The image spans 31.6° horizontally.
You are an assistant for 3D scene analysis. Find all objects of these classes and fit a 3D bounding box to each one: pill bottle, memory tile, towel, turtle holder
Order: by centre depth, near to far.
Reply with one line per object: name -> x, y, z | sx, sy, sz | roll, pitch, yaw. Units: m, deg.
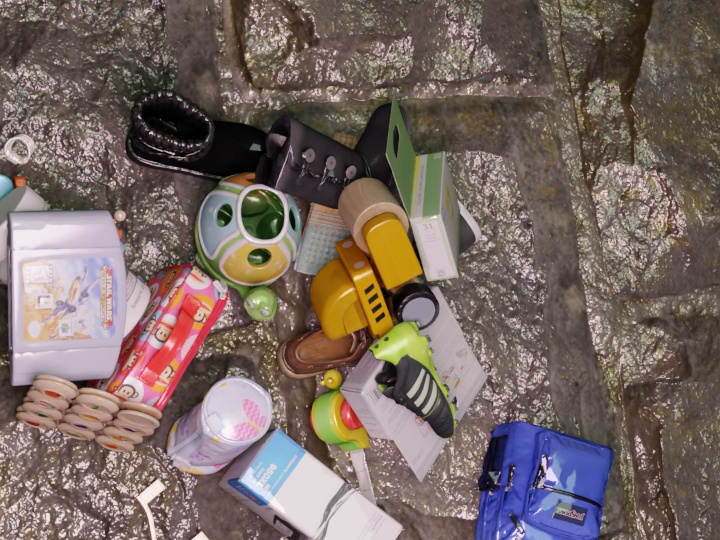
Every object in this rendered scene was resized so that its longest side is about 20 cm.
memory tile -> -0.321, 0.172, 1.494 | 0.153, 0.200, 0.017 | 20, 64, -15
pill bottle -> -0.359, -0.001, 1.523 | 0.200, 0.114, 0.114 | 46, 68, -26
turtle holder -> -0.146, -0.039, 1.632 | 0.141, 0.132, 0.186 | 27, 71, -11
towel -> 0.005, -0.076, 1.710 | 0.147, 0.022, 0.200 | 15, 83, 5

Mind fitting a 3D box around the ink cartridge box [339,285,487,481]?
ink cartridge box -> 0.076, 0.148, 1.682 | 0.200, 0.044, 0.174 | -53, 128, -32

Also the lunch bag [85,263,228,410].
lunch bag -> -0.246, 0.086, 1.546 | 0.082, 0.176, 0.200 | 37, 70, -19

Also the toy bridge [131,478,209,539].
toy bridge -> -0.219, 0.351, 1.579 | 0.067, 0.027, 0.200 | -41, 92, -20

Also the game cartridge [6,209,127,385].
game cartridge -> -0.336, 0.030, 1.457 | 0.133, 0.042, 0.200 | -2, 101, -21

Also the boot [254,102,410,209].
boot -> -0.033, -0.160, 1.619 | 0.200, 0.066, 0.165 | 16, 80, -40

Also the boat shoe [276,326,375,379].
boat shoe -> -0.011, 0.092, 1.681 | 0.200, 0.068, 0.072 | -18, 84, -21

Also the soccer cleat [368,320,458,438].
soccer cleat -> 0.066, 0.146, 1.602 | 0.081, 0.068, 0.200 | -29, 129, -7

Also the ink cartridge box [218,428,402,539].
ink cartridge box -> -0.064, 0.291, 1.579 | 0.200, 0.145, 0.084 | 39, 71, -6

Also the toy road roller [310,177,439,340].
toy road roller -> 0.000, 0.000, 1.588 | 0.146, 0.123, 0.200 | -24, 121, -4

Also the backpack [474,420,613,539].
backpack -> 0.236, 0.310, 1.663 | 0.162, 0.168, 0.200 | 17, 77, -7

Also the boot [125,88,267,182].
boot -> -0.196, -0.171, 1.630 | 0.211, 0.158, 0.079 | 0, 78, -18

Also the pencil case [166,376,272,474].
pencil case -> -0.174, 0.191, 1.540 | 0.091, 0.200, 0.083 | -12, 75, -27

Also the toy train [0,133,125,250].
toy train -> -0.398, -0.069, 1.587 | 0.150, 0.056, 0.200 | -46, 115, -11

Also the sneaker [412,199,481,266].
sneaker -> 0.070, -0.085, 1.743 | 0.200, 0.071, 0.099 | 47, 64, -8

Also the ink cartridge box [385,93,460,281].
ink cartridge box -> 0.083, -0.107, 1.603 | 0.048, 0.200, 0.146 | -8, 37, 13

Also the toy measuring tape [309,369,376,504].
toy measuring tape -> -0.022, 0.227, 1.646 | 0.074, 0.074, 0.200 | -11, 85, -20
